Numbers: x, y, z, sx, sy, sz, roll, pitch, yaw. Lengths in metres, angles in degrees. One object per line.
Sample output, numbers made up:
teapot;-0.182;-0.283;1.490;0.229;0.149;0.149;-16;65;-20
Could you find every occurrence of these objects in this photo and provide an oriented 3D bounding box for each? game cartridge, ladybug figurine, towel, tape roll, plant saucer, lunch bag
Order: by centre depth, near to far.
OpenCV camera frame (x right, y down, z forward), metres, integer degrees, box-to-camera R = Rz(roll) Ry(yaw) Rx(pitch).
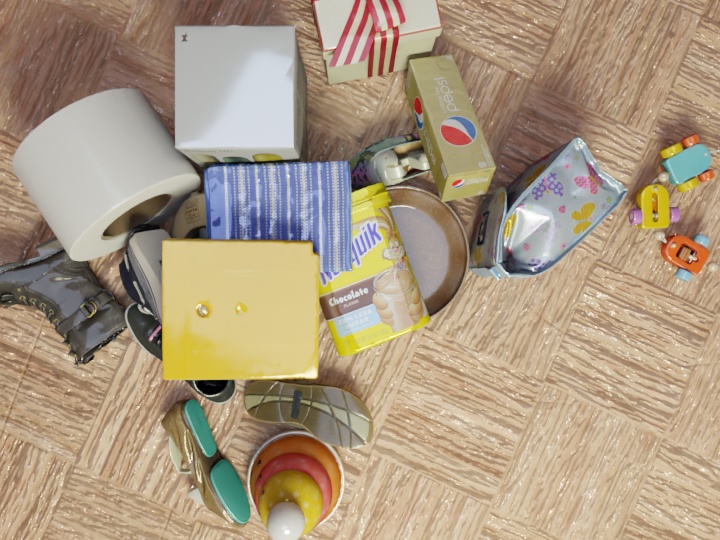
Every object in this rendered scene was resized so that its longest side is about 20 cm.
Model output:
game cartridge;-0.151;0.049;0.857;0.197;0.032;0.179;1;95;-8
towel;-0.109;-0.070;0.883;0.197;0.024;0.147;-1;92;9
tape roll;-0.336;-0.126;0.904;0.202;0.203;0.140;-35;90;-1
lunch bag;0.234;-0.071;0.928;0.127;0.170;0.200;45;89;-1
ladybug figurine;-0.198;-0.016;0.959;0.134;0.072;0.203;-14;93;26
plant saucer;0.060;-0.021;0.992;0.197;0.037;0.204;0;89;0

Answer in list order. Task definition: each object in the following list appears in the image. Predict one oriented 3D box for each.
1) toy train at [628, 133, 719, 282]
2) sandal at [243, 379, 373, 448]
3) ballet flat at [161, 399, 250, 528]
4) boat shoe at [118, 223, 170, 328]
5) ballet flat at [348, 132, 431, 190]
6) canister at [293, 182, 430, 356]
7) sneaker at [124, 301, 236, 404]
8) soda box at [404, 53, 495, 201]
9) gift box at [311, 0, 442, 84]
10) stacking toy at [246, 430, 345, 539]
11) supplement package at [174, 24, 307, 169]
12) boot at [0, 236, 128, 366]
toy train;0.476;-0.095;0.993;0.149;0.056;0.202;24;92;-2
sandal;-0.073;0.202;0.983;0.197;0.054;0.081;10;83;14
ballet flat;-0.231;0.286;0.975;0.072;0.068;0.202;-29;90;19
boat shoe;-0.271;0.041;0.936;0.074;0.093;0.202;-13;68;-42
ballet flat;0.072;-0.160;0.972;0.198;0.071;0.070;-19;122;-3
canister;0.000;0.000;0.931;0.147;0.087;0.202;-21;91;1
sneaker;-0.249;0.109;0.946;0.200;0.099;0.071;43;70;-4
soda box;0.119;-0.199;0.926;0.067;0.064;0.202;-10;65;-8
gift box;0.000;-0.361;0.921;0.197;0.187;0.187;-17;89;-2
stacking toy;-0.093;0.306;0.903;0.144;0.200;0.148;0;89;-1
supplement package;-0.153;-0.220;0.909;0.149;0.200;0.153;0;89;0
boot;-0.441;0.061;0.963;0.199;0.069;0.175;-32;90;-8
